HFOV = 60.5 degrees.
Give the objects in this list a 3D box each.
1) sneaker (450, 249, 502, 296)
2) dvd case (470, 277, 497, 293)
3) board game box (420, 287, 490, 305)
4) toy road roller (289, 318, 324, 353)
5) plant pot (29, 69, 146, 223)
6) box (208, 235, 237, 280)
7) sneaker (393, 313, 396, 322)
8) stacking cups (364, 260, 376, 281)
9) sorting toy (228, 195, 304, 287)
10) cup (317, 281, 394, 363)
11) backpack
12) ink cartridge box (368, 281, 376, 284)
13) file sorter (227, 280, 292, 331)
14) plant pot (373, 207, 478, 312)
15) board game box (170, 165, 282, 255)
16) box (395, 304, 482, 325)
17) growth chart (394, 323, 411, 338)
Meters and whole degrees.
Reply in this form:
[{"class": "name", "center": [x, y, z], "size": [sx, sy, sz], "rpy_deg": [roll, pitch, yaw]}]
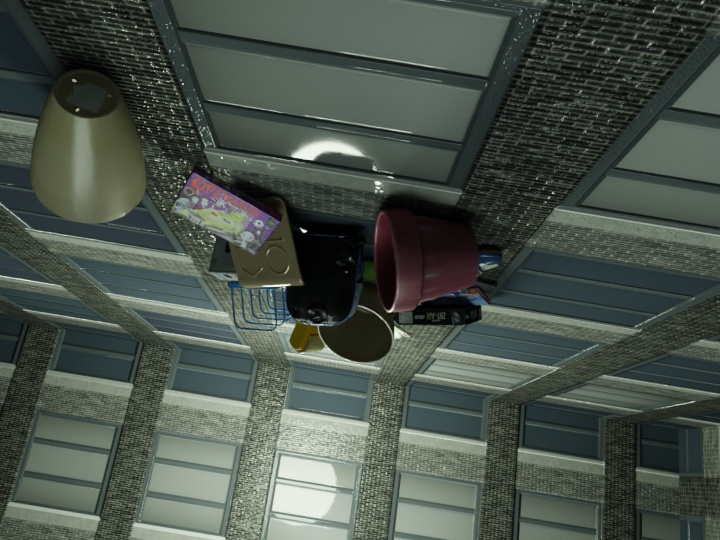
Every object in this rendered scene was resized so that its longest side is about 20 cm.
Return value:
[{"class": "sneaker", "center": [0.229, 0.013, 1.383], "size": [0.197, 0.090, 0.075], "rpy_deg": [-17, 156, 31]}, {"class": "dvd case", "center": [0.249, 0.047, 1.627], "size": [0.146, 0.016, 0.200], "rpy_deg": [13, 162, -13]}, {"class": "board game box", "center": [0.236, 0.070, 1.645], "size": [0.196, 0.020, 0.103], "rpy_deg": [-1, 161, 29]}, {"class": "toy road roller", "center": [-0.149, 0.124, 1.786], "size": [0.145, 0.203, 0.122], "rpy_deg": [33, -162, 34]}, {"class": "plant pot", "center": [-0.429, -0.209, 0.977], "size": [0.183, 0.191, 0.200], "rpy_deg": [14, 147, -16]}, {"class": "box", "center": [-0.254, -0.035, 1.467], "size": [0.196, 0.119, 0.060], "rpy_deg": [1, 161, 21]}, {"class": "sneaker", "center": [0.093, 0.115, 1.827], "size": [0.086, 0.076, 0.200], "rpy_deg": [10, 172, -5]}, {"class": "stacking cups", "center": [0.000, 0.000, 1.557], "size": [0.197, 0.062, 0.060], "rpy_deg": [1, 161, 35]}, {"class": "sorting toy", "center": [-0.213, -0.059, 1.341], "size": [0.182, 0.204, 0.036], "rpy_deg": [-3, -159, 33]}, {"class": "cup", "center": [0.003, 0.113, 1.571], "size": [0.196, 0.145, 0.203], "rpy_deg": [9, 132, 11]}, {"class": "backpack", "center": [-0.078, 0.020, 1.409], "size": [0.179, 0.205, 0.147], "rpy_deg": [5, -179, 8]}, {"class": "ink cartridge box", "center": [0.047, 0.061, 1.685], "size": [0.195, 0.068, 0.116], "rpy_deg": [3, 161, 16]}, {"class": "file sorter", "center": [-0.237, 0.071, 1.633], "size": [0.136, 0.126, 0.200], "rpy_deg": [2, -167, 20]}, {"class": "plant pot", "center": [0.130, -0.025, 1.222], "size": [0.175, 0.205, 0.200], "rpy_deg": [-4, 165, -12]}, {"class": "board game box", "center": [-0.270, -0.117, 1.248], "size": [0.198, 0.033, 0.120], "rpy_deg": [28, 127, -21]}, {"class": "box", "center": [0.216, 0.120, 1.687], "size": [0.196, 0.045, 0.159], "rpy_deg": [-2, 180, 27]}, {"class": "growth chart", "center": [0.067, 0.154, 1.765], "size": [0.143, 0.018, 0.200], "rpy_deg": [35, 169, -1]}]
